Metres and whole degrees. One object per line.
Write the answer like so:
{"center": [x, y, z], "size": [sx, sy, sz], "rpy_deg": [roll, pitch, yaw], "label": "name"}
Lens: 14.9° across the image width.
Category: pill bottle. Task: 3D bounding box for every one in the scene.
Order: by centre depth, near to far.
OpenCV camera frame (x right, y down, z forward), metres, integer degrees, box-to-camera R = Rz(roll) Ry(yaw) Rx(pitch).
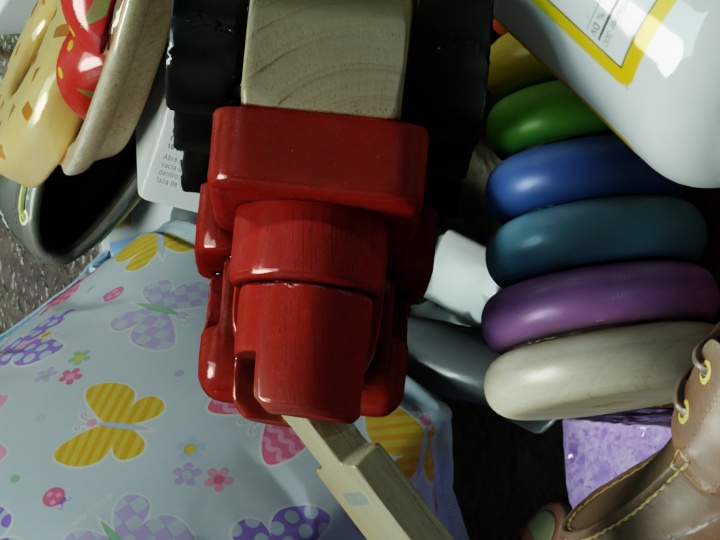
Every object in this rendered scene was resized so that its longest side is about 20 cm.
{"center": [0.094, -0.096, 0.829], "size": [0.200, 0.104, 0.105], "rpy_deg": [46, 135, 25], "label": "pill bottle"}

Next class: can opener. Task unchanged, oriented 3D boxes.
{"center": [0.000, 0.000, 1.018], "size": [0.199, 0.067, 0.054], "rpy_deg": [27, 99, 34], "label": "can opener"}

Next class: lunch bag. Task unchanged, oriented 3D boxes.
{"center": [-0.080, 0.082, 1.006], "size": [0.200, 0.169, 0.128], "rpy_deg": [35, 150, 38], "label": "lunch bag"}

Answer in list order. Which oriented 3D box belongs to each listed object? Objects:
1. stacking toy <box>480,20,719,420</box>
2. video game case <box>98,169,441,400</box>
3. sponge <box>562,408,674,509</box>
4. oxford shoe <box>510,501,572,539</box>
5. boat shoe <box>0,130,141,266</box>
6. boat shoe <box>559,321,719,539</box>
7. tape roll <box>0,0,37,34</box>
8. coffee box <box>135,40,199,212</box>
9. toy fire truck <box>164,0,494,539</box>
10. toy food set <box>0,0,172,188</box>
{"center": [0.070, -0.055, 0.924], "size": [0.085, 0.085, 0.202], "rpy_deg": [-22, 74, 58], "label": "stacking toy"}
{"center": [-0.039, 0.045, 1.115], "size": [0.181, 0.022, 0.202], "rpy_deg": [-14, 77, 45], "label": "video game case"}
{"center": [0.117, 0.149, 0.932], "size": [0.111, 0.030, 0.202], "rpy_deg": [-1, 95, 59], "label": "sponge"}
{"center": [0.059, 0.183, 1.015], "size": [0.071, 0.073, 0.201], "rpy_deg": [-105, 32, -74], "label": "oxford shoe"}
{"center": [-0.087, -0.094, 1.140], "size": [0.202, 0.071, 0.061], "rpy_deg": [-58, 40, 13], "label": "boat shoe"}
{"center": [0.128, 0.037, 0.812], "size": [0.068, 0.072, 0.200], "rpy_deg": [51, 132, -5], "label": "boat shoe"}
{"center": [-0.163, -0.211, 1.289], "size": [0.202, 0.070, 0.204], "rpy_deg": [18, 111, 58], "label": "tape roll"}
{"center": [-0.018, -0.128, 0.990], "size": [0.115, 0.079, 0.201], "rpy_deg": [-101, 27, -60], "label": "coffee box"}
{"center": [-0.002, 0.023, 0.856], "size": [0.176, 0.128, 0.202], "rpy_deg": [102, 174, -80], "label": "toy fire truck"}
{"center": [-0.089, -0.132, 1.013], "size": [0.200, 0.048, 0.199], "rpy_deg": [146, 138, -75], "label": "toy food set"}
